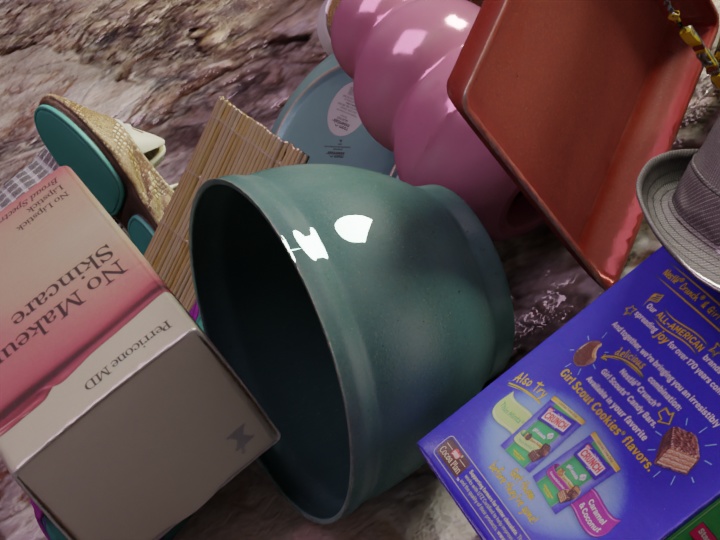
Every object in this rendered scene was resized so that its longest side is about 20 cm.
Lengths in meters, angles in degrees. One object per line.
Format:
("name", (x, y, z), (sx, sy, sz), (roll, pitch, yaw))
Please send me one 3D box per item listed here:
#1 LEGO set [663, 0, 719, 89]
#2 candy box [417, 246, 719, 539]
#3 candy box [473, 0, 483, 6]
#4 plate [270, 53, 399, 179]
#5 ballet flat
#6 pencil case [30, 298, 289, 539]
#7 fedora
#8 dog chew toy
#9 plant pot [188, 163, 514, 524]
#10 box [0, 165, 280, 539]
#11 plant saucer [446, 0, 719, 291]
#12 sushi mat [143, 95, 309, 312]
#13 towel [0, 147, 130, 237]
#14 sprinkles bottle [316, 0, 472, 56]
("LEGO set", (0.241, -0.150, 0.915), (0.152, 0.201, 0.116), (8, 53, 23))
("candy box", (0.150, 0.086, 0.798), (0.199, 0.077, 0.169), (-39, 32, 1))
("candy box", (0.129, -0.141, 1.115), (0.199, 0.057, 0.117), (5, 52, 45))
("plate", (-0.012, -0.080, 1.138), (0.199, 0.025, 0.202), (-22, 56, 37))
("ballet flat", (-0.154, -0.057, 1.188), (0.065, 0.200, 0.070), (-38, -2, -32))
("pencil case", (-0.118, 0.097, 1.026), (0.200, 0.092, 0.085), (-50, 10, -21))
("fedora", (0.227, -0.047, 0.786), (0.175, 0.091, 0.200), (19, 21, 11))
("dog chew toy", (0.053, -0.113, 1.030), (0.124, 0.125, 0.200), (-39, 62, -2))
("plant pot", (0.003, 0.026, 0.933), (0.133, 0.202, 0.200), (-19, 26, -23))
("box", (-0.159, 0.052, 0.947), (0.128, 0.109, 0.200), (-39, 43, -7))
("plant saucer", (0.125, -0.122, 0.928), (0.036, 0.200, 0.201), (9, 66, 39))
("sushi mat", (-0.109, -0.011, 1.118), (0.095, 0.012, 0.201), (33, 101, 32))
("towel", (-0.238, -0.024, 1.296), (0.166, 0.086, 0.200), (-44, 33, -8))
("sprinkles bottle", (0.025, -0.200, 1.208), (0.068, 0.068, 0.200), (-47, 10, -15))
